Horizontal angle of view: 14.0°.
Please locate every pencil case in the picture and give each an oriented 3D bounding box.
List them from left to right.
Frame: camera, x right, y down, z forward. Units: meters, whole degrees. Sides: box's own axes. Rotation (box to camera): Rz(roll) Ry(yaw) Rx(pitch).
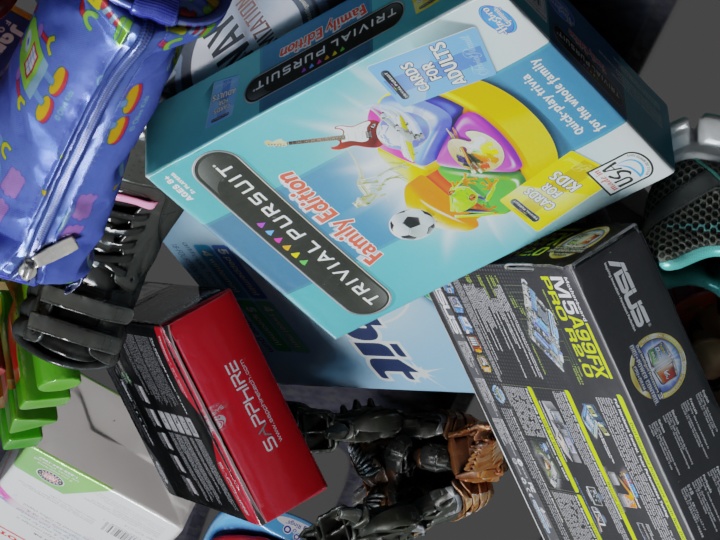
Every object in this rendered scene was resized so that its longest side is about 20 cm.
[{"bbox_3d":[-0.128,-0.075,1.333,0.078,0.087,0.200,12,133,-23],"label":"pencil case"}]

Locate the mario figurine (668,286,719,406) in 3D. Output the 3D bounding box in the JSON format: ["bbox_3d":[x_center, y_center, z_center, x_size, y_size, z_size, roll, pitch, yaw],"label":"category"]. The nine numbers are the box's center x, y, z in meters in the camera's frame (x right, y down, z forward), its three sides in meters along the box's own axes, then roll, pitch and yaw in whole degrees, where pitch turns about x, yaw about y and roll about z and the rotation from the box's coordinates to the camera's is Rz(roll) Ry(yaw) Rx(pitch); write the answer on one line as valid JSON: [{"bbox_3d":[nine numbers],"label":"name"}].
[{"bbox_3d":[0.201,0.078,1.433,0.201,0.123,0.106,62,-177,22],"label":"mario figurine"}]

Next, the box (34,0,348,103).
[{"bbox_3d":[-0.059,-0.140,1.360,0.160,0.044,0.200,-24,128,23],"label":"box"}]

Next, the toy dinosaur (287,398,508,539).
[{"bbox_3d":[0.031,0.111,1.693,0.135,0.103,0.200,-6,146,-22],"label":"toy dinosaur"}]

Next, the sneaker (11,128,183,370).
[{"bbox_3d":[-0.131,-0.010,1.525,0.070,0.100,0.200,18,153,-8],"label":"sneaker"}]

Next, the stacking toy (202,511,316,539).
[{"bbox_3d":[-0.082,0.263,1.919,0.116,0.201,0.110,28,151,-3],"label":"stacking toy"}]

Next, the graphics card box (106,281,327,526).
[{"bbox_3d":[-0.092,0.072,1.660,0.126,0.051,0.200,63,163,-8],"label":"graphics card box"}]

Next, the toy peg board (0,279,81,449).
[{"bbox_3d":[-0.254,0.044,1.690,0.198,0.098,0.200,-6,163,-18],"label":"toy peg board"}]

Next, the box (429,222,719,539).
[{"bbox_3d":[0.118,0.074,1.441,0.160,0.044,0.201,0,119,63],"label":"box"}]

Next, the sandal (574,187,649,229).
[{"bbox_3d":[0.100,-0.038,1.459,0.076,0.043,0.200,1,143,36],"label":"sandal"}]

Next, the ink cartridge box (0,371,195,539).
[{"bbox_3d":[-0.185,0.150,1.952,0.117,0.068,0.200,30,149,-9],"label":"ink cartridge box"}]

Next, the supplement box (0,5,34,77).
[{"bbox_3d":[-0.263,-0.103,1.525,0.199,0.110,0.109,29,153,20],"label":"supplement box"}]

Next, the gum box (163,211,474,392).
[{"bbox_3d":[0.000,0.000,1.595,0.199,0.045,0.170,1,143,37],"label":"gum box"}]

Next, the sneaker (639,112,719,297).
[{"bbox_3d":[0.219,0.006,1.391,0.199,0.092,0.078,22,151,6],"label":"sneaker"}]

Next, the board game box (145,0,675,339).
[{"bbox_3d":[0.023,-0.060,1.369,0.199,0.047,0.151,-27,133,26],"label":"board game box"}]

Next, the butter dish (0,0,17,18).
[{"bbox_3d":[-0.267,-0.147,1.383,0.199,0.200,0.148,30,108,-9],"label":"butter dish"}]
